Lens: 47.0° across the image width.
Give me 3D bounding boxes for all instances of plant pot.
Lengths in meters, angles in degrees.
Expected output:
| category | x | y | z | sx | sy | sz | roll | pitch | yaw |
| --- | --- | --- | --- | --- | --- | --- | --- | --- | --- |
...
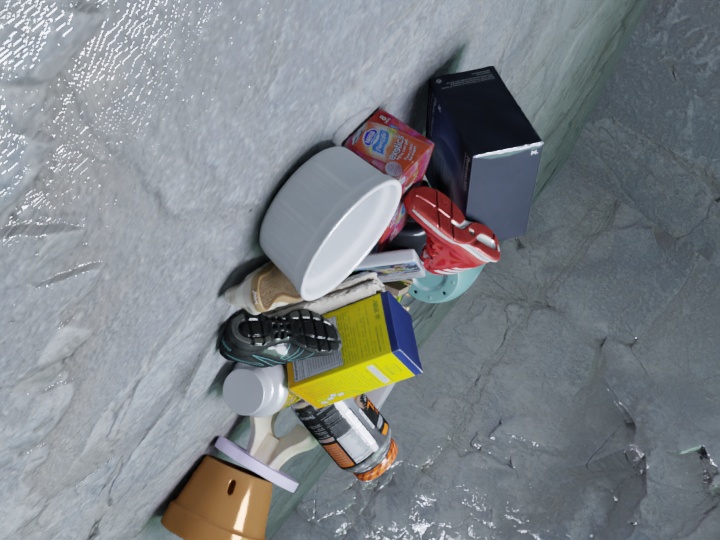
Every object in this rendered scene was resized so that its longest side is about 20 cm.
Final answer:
| category | x | y | z | sx | sy | sz | roll | pitch | yaw |
| --- | --- | --- | --- | --- | --- | --- | --- | --- | --- |
| plant pot | -0.249 | 0.433 | 1.528 | 0.200 | 0.198 | 0.142 | 74 | 38 | -74 |
| plant pot | 0.153 | -0.030 | 1.657 | 0.202 | 0.199 | 0.161 | -62 | 177 | 32 |

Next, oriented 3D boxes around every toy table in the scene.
| category | x | y | z | sx | sy | sz | roll | pitch | yaw |
| --- | --- | --- | --- | --- | --- | --- | --- | --- | --- |
| toy table | -0.170 | 0.329 | 1.576 | 0.118 | 0.183 | 0.200 | -57 | 138 | -12 |

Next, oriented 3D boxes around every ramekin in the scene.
| category | x | y | z | sx | sy | sz | roll | pitch | yaw |
| --- | --- | --- | --- | --- | --- | --- | --- | --- | --- |
| ramekin | -0.044 | -0.068 | 1.110 | 0.200 | 0.098 | 0.201 | -45 | 165 | -15 |

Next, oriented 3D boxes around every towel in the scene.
| category | x | y | z | sx | sy | sz | roll | pitch | yaw |
| --- | --- | --- | --- | --- | --- | --- | --- | --- | --- |
| towel | -0.059 | 0.051 | 1.336 | 0.197 | 0.035 | 0.133 | -19 | 166 | 5 |

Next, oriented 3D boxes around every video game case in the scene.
| category | x | y | z | sx | sy | sz | roll | pitch | yaw |
| --- | --- | --- | --- | --- | --- | --- | --- | --- | --- |
| video game case | 0.000 | 0.000 | 1.341 | 0.182 | 0.197 | 0.023 | 40 | 44 | -77 |

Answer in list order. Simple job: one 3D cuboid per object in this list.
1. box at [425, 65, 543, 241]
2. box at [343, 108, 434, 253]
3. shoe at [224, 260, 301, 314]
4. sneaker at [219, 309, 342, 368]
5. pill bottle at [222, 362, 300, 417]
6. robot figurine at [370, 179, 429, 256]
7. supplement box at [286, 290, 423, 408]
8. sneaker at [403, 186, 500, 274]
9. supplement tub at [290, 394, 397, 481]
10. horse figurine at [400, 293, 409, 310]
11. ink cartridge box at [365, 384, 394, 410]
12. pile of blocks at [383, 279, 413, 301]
| category | x | y | z | sx | sy | sz | roll | pitch | yaw |
| --- | --- | --- | --- | --- | --- | --- | --- | --- | --- |
| box | 0.188 | -0.181 | 1.326 | 0.122 | 0.200 | 0.201 | -13 | 139 | -11 |
| box | 0.029 | -0.128 | 1.238 | 0.096 | 0.099 | 0.201 | -48 | 165 | -28 |
| shoe | -0.131 | 0.021 | 1.171 | 0.053 | 0.071 | 0.200 | -13 | -177 | 16 |
| sneaker | -0.121 | 0.105 | 1.254 | 0.198 | 0.076 | 0.079 | 8 | 140 | -32 |
| pill bottle | -0.153 | 0.185 | 1.382 | 0.105 | 0.104 | 0.200 | -56 | 167 | 12 |
| robot figurine | 0.079 | -0.080 | 1.484 | 0.151 | 0.124 | 0.201 | -49 | 163 | -28 |
| supplement box | -0.014 | 0.132 | 1.350 | 0.198 | 0.110 | 0.110 | -21 | 147 | 16 |
| sneaker | 0.112 | -0.044 | 1.258 | 0.115 | 0.199 | 0.079 | -30 | -139 | 36 |
| supplement tub | -0.026 | 0.280 | 1.513 | 0.122 | 0.201 | 0.123 | -33 | -161 | 13 |
| horse figurine | 0.031 | 0.064 | 1.621 | 0.200 | 0.130 | 0.051 | -72 | 171 | -76 |
| ink cartridge box | -0.018 | 0.224 | 1.617 | 0.084 | 0.145 | 0.201 | -40 | 162 | -56 |
| pile of blocks | 0.050 | 0.029 | 1.546 | 0.200 | 0.081 | 0.063 | -88 | -166 | -71 |
